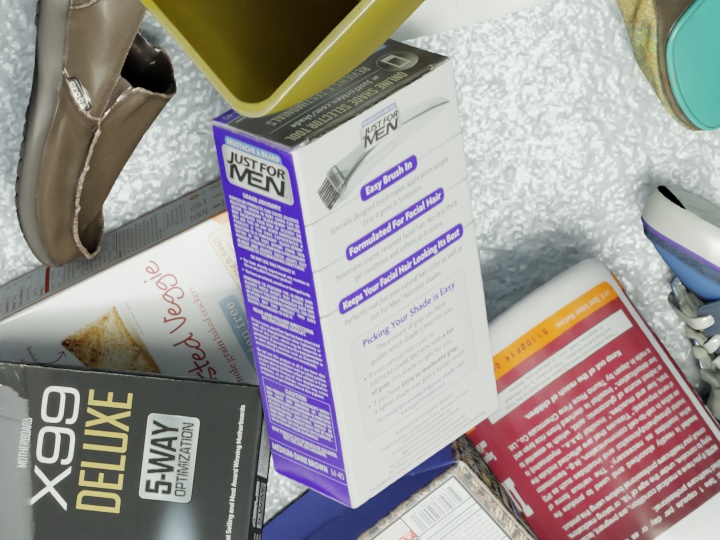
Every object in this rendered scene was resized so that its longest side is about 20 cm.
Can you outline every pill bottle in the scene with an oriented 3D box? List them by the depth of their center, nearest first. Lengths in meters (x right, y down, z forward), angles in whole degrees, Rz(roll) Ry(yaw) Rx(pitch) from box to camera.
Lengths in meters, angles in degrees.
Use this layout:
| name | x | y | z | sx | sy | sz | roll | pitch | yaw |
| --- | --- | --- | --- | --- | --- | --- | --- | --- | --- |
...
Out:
| name | x | y | z | sx | sy | sz | roll | pitch | yaw |
| --- | --- | --- | --- | --- | --- | --- | --- | --- | --- |
| pill bottle | 0.135 | 0.104 | 1.527 | 0.113 | 0.113 | 0.201 | -36 | 84 | 9 |

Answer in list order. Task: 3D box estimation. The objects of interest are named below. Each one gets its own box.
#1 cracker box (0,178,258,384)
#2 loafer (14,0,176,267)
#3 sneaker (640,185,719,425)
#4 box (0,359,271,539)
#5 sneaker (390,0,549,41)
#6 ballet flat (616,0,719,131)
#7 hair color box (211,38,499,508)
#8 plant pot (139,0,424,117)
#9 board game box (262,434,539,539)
| name | x | y | z | sx | sy | sz | roll | pitch | yaw |
| --- | --- | --- | --- | --- | --- | --- | --- | --- | --- |
| cracker box | -0.110 | 0.048 | 1.549 | 0.199 | 0.058 | 0.134 | -26 | 111 | 6 |
| loafer | -0.129 | -0.084 | 1.468 | 0.071 | 0.073 | 0.201 | 10 | 126 | 1 |
| sneaker | 0.196 | 0.062 | 1.570 | 0.200 | 0.081 | 0.147 | 33 | 101 | -22 |
| box | -0.130 | 0.150 | 1.469 | 0.157 | 0.050 | 0.201 | 6 | 84 | 8 |
| sneaker | 0.001 | -0.187 | 1.458 | 0.199 | 0.081 | 0.147 | -12 | 97 | 10 |
| ballet flat | 0.152 | -0.149 | 1.482 | 0.070 | 0.071 | 0.200 | -23 | 143 | 4 |
| hair color box | 0.000 | 0.000 | 1.423 | 0.109 | 0.065 | 0.201 | -32 | 128 | -35 |
| plant pot | -0.014 | -0.203 | 1.320 | 0.200 | 0.176 | 0.200 | -45 | 77 | 15 |
| board game box | 0.049 | 0.197 | 1.601 | 0.159 | 0.097 | 0.200 | -38 | 110 | 10 |
